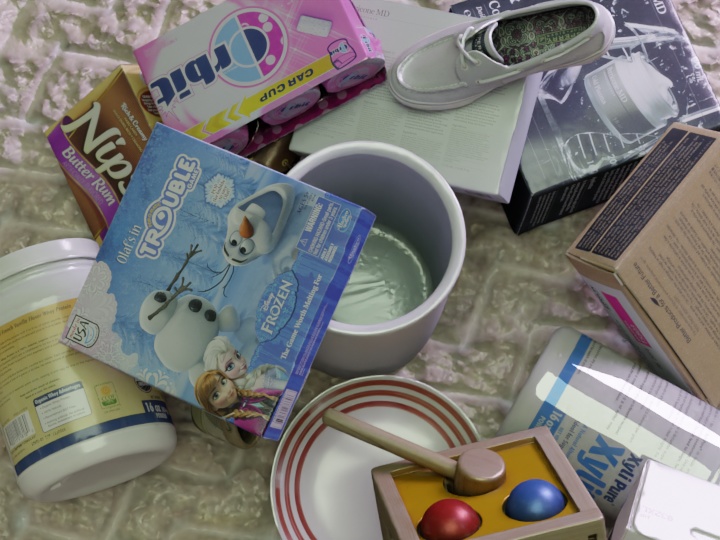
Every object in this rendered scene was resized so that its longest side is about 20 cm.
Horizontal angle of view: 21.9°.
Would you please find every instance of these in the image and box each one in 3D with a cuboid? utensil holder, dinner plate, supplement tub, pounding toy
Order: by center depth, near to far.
[{"bbox_3d":[0.084,0.198,1.521,0.184,0.200,0.142,-13,115,-7],"label":"pounding toy"},{"bbox_3d":[-0.255,0.086,1.621,0.144,0.144,0.200,-19,76,-7],"label":"supplement tub"},{"bbox_3d":[0.000,0.000,1.626,0.170,0.200,0.170,0,73,-1],"label":"utensil holder"},{"bbox_3d":[0.230,0.149,1.627,0.200,0.132,0.132,29,75,7],"label":"supplement tub"},{"bbox_3d":[0.018,0.193,1.650,0.200,0.024,0.200,1,84,-9],"label":"dinner plate"}]

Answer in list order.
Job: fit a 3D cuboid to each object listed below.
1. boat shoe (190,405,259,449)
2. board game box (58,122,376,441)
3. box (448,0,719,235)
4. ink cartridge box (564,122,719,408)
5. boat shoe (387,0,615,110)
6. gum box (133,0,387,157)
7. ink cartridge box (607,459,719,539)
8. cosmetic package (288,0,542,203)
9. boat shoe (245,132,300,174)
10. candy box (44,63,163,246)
[{"bbox_3d":[-0.105,0.058,1.626,0.072,0.065,0.200,-10,114,-42],"label":"boat shoe"},{"bbox_3d":[-0.117,0.007,1.509,0.199,0.043,0.200,23,88,20],"label":"board game box"},{"bbox_3d":[0.202,-0.168,1.722,0.196,0.124,0.200,-20,76,-9],"label":"box"},{"bbox_3d":[0.295,-0.003,1.645,0.165,0.075,0.200,-48,125,-13],"label":"ink cartridge box"},{"bbox_3d":[0.114,-0.186,1.571,0.200,0.069,0.072,-8,79,15],"label":"boat shoe"},{"bbox_3d":[-0.083,-0.182,1.628,0.200,0.066,0.114,-28,71,9],"label":"gum box"},{"bbox_3d":[0.269,0.268,1.552,0.145,0.200,0.084,20,45,4],"label":"ink cartridge box"},{"bbox_3d":[0.052,-0.154,1.647,0.200,0.052,0.151,14,87,19],"label":"cosmetic package"},{"bbox_3d":[-0.082,-0.116,1.727,0.200,0.072,0.068,-27,82,-3],"label":"boat shoe"},{"bbox_3d":[-0.196,-0.073,1.685,0.117,0.056,0.200,-35,75,32],"label":"candy box"}]
